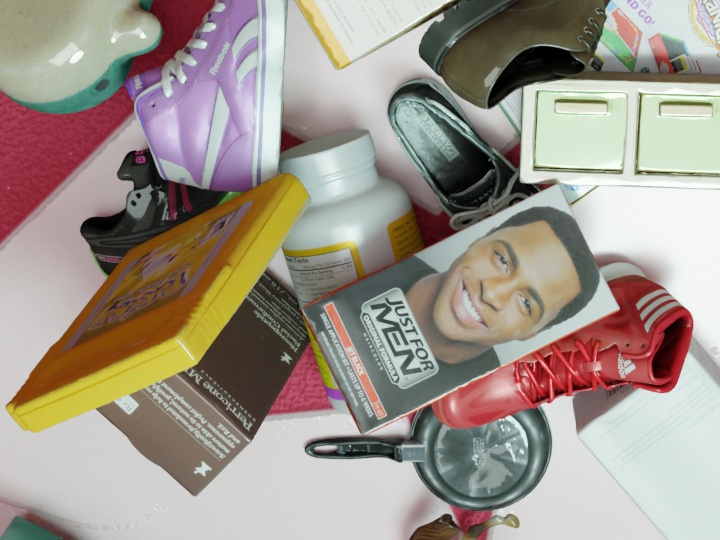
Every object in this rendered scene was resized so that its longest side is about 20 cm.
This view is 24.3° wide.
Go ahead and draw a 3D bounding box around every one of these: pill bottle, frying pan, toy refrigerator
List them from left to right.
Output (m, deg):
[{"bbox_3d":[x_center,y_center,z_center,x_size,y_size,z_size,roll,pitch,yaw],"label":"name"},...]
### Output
[{"bbox_3d":[0.000,0.000,1.254,0.104,0.104,0.201,-14,103,9],"label":"pill bottle"},{"bbox_3d":[0.060,0.128,1.325,0.189,0.031,0.115,18,105,-3],"label":"frying pan"},{"bbox_3d":[0.213,-0.099,1.180,0.199,0.070,0.076,3,103,5],"label":"toy refrigerator"}]

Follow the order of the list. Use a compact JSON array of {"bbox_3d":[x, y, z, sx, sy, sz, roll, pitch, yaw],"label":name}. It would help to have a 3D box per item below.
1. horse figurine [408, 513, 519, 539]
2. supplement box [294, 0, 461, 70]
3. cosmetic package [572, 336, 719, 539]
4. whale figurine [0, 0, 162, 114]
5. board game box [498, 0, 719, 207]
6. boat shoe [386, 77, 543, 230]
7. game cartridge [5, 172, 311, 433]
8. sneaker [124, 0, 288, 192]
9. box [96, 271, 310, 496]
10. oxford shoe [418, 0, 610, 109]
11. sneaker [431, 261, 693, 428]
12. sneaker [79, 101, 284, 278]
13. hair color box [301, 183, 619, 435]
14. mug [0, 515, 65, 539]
[{"bbox_3d":[0.093,0.269,1.340,0.132,0.050,0.201,-21,111,28],"label":"horse figurine"},{"bbox_3d":[0.058,-0.224,1.174,0.199,0.126,0.074,-30,96,13],"label":"supplement box"},{"bbox_3d":[0.268,0.154,1.283,0.113,0.081,0.200,-38,100,14],"label":"cosmetic package"},{"bbox_3d":[-0.194,-0.203,1.230,0.159,0.104,0.200,38,84,27],"label":"whale figurine"},{"bbox_3d":[0.193,-0.165,1.223,0.200,0.040,0.153,-33,100,13],"label":"board game box"},{"bbox_3d":[0.093,-0.059,1.247,0.073,0.068,0.200,-34,100,13],"label":"boat shoe"},{"bbox_3d":[-0.138,0.022,1.137,0.176,0.200,0.033,-24,110,34],"label":"game cartridge"},{"bbox_3d":[-0.107,-0.153,1.165,0.114,0.073,0.202,5,105,-1],"label":"sneaker"},{"bbox_3d":[-0.108,0.066,1.229,0.100,0.200,0.075,42,118,-7],"label":"box"},{"bbox_3d":[0.144,-0.172,1.141,0.200,0.073,0.085,-35,66,-9],"label":"oxford shoe"},{"bbox_3d":[0.153,0.063,1.214,0.200,0.115,0.079,-33,116,-13],"label":"sneaker"},{"bbox_3d":[-0.136,-0.068,1.263,0.200,0.077,0.084,-43,101,13],"label":"sneaker"},{"bbox_3d":[0.068,0.028,1.173,0.199,0.061,0.102,-27,87,-3],"label":"hair color box"},{"bbox_3d":[-0.266,0.293,1.347,0.114,0.185,0.153,29,72,-3],"label":"mug"}]
